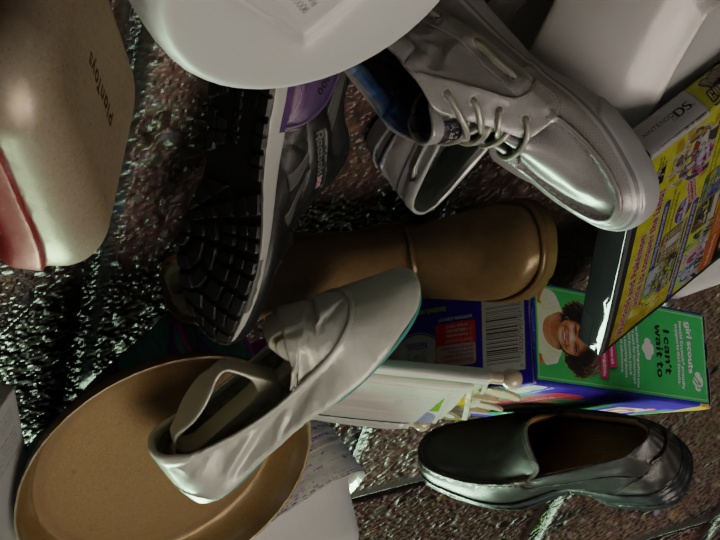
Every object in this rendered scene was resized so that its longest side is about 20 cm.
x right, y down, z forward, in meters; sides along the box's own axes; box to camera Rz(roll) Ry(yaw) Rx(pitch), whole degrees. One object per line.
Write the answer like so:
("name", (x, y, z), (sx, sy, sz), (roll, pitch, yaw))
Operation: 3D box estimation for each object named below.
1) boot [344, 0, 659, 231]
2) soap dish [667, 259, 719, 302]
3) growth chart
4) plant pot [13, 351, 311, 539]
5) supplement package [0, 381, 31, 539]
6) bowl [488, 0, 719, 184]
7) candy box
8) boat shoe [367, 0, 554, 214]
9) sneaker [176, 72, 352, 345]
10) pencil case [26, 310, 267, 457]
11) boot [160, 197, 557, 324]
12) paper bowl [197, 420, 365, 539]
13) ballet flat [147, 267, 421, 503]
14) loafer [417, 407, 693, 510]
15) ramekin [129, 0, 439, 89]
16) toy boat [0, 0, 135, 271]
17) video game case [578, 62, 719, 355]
("boot", (0.067, -0.082, 1.049), (0.095, 0.200, 0.074), (-35, 162, -42))
("soap dish", (0.271, -0.067, 1.349), (0.199, 0.081, 0.158), (-20, 148, -13))
("growth chart", (0.020, 0.084, 1.254), (0.144, 0.018, 0.200), (8, 164, -13))
("plant pot", (-0.127, 0.125, 1.205), (0.199, 0.028, 0.201), (-17, 133, -19))
("supplement package", (-0.279, 0.147, 1.164), (0.200, 0.116, 0.118), (94, 21, -53))
("bowl", (0.186, -0.130, 1.137), (0.200, 0.075, 0.200), (-16, 140, -50))
("candy box", (0.124, 0.063, 1.358), (0.199, 0.077, 0.169), (8, 167, -44))
("boat shoe", (0.083, -0.115, 1.151), (0.073, 0.067, 0.200), (3, 137, -40))
("sneaker", (-0.043, -0.050, 1.096), (0.087, 0.076, 0.201), (-7, 120, -40))
("pencil case", (-0.151, 0.109, 1.277), (0.200, 0.085, 0.092), (-43, 143, 22))
("boot", (0.000, 0.000, 1.198), (0.199, 0.066, 0.175), (-5, 174, -33))
("paper bowl", (-0.082, 0.198, 1.380), (0.200, 0.104, 0.201), (-37, 169, -8))
("ballet flat", (-0.050, 0.062, 1.134), (0.200, 0.070, 0.069), (-42, 146, 15))
("loafer", (0.126, 0.121, 1.314), (0.199, 0.073, 0.072), (-5, 147, 25))
("ramekin", (-0.036, -0.183, 0.936), (0.200, 0.098, 0.201), (-20, 147, -13))
("toy boat", (-0.192, -0.086, 0.961), (0.130, 0.131, 0.200), (3, 147, 8))
("video game case", (0.213, -0.058, 1.168), (0.180, 0.025, 0.200), (-37, 153, -24))
